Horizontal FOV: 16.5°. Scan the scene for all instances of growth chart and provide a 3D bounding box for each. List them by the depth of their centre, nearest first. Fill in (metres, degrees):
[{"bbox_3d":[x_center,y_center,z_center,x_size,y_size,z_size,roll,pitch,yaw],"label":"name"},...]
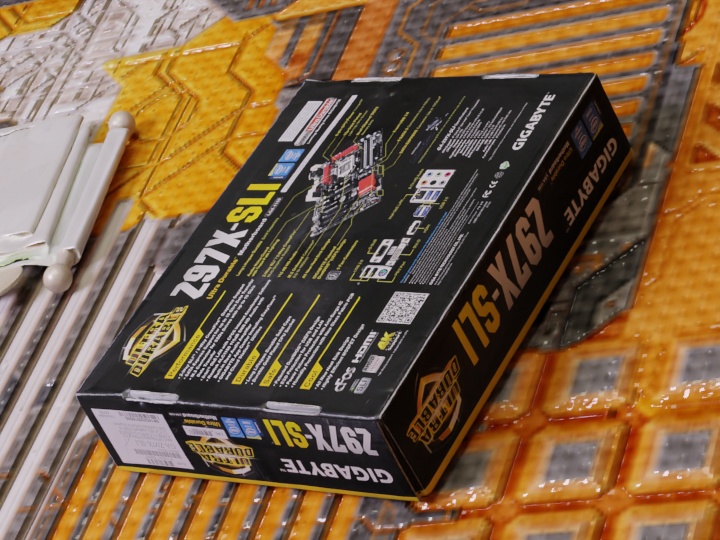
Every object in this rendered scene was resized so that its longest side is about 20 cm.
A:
[{"bbox_3d":[-0.202,-0.026,1.217,0.199,0.018,0.145,-5,41,30],"label":"growth chart"}]

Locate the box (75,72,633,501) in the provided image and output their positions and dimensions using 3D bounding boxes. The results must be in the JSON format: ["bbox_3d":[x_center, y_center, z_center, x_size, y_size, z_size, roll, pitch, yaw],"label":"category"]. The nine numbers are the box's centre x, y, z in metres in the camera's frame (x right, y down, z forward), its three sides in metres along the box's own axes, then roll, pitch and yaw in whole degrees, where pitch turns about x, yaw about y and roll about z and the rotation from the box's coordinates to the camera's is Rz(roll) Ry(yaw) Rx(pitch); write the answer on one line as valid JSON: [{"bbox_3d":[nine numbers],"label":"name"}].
[{"bbox_3d":[0.000,0.000,1.012,0.159,0.049,0.200,0,43,39],"label":"box"}]
